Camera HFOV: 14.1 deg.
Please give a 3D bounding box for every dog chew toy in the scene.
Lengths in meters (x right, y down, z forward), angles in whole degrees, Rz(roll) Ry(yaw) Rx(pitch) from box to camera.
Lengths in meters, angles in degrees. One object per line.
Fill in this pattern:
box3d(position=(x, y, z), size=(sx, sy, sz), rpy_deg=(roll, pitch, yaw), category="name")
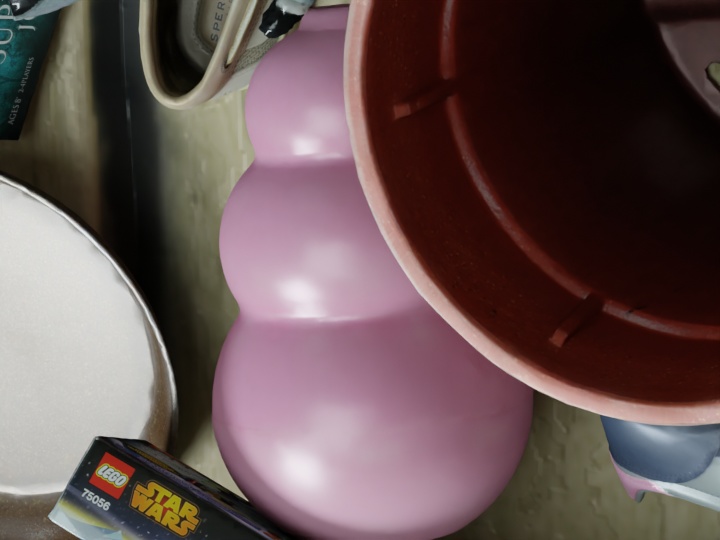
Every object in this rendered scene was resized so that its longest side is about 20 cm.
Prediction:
box3d(position=(0.000, 0.000, 1.104), size=(0.124, 0.124, 0.201), rpy_deg=(-1, 99, 28), category="dog chew toy")

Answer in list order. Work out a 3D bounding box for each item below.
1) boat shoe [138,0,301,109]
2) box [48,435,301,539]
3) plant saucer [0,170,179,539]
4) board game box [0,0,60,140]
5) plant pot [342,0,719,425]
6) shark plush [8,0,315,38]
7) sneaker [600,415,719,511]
box3d(position=(-0.048, -0.158, 1.101), size=(0.072, 0.065, 0.201), rpy_deg=(19, 116, 21), category="boat shoe")
box3d(position=(-0.018, 0.130, 1.130), size=(0.199, 0.137, 0.040), rpy_deg=(31, 88, 4), category="box")
box3d(position=(-0.164, 0.033, 1.231), size=(0.199, 0.032, 0.201), rpy_deg=(11, 123, 17), category="plant saucer")
box3d(position=(-0.168, -0.140, 1.134), size=(0.028, 0.135, 0.201), rpy_deg=(47, 127, 40), category="board game box")
box3d(position=(0.126, -0.078, 0.960), size=(0.200, 0.195, 0.202), rpy_deg=(10, 112, 25), category="plant pot")
box3d(position=(-0.025, -0.119, 1.045), size=(0.091, 0.199, 0.084), rpy_deg=(38, 144, 52), category="shark plush")
box3d(position=(0.183, 0.070, 1.070), size=(0.199, 0.070, 0.082), rpy_deg=(16, 136, 22), category="sneaker")
